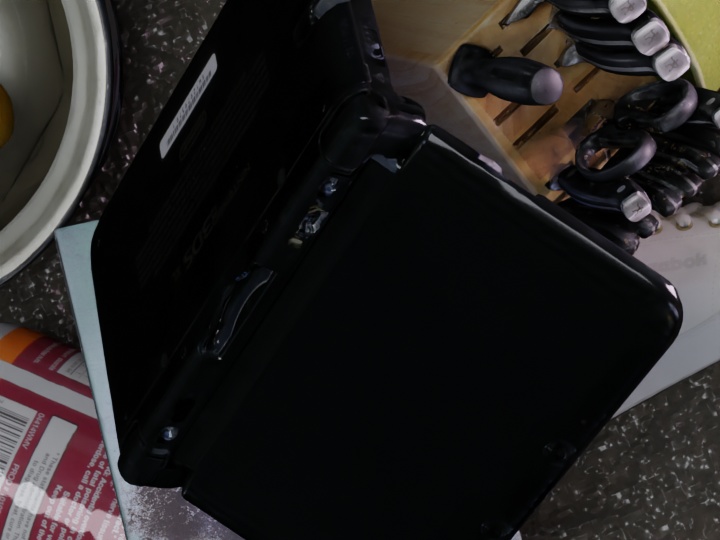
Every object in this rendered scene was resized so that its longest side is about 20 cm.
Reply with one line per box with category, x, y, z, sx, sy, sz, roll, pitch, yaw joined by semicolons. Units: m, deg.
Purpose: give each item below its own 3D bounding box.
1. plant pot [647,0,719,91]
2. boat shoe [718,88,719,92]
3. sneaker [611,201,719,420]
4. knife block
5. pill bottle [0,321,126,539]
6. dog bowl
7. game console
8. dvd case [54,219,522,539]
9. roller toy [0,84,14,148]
plant pot;0.127;-0.192;1.017;0.200;0.187;0.187;-44;85;-5
boat shoe;0.231;-0.087;1.052;0.202;0.075;0.075;5;75;11
sneaker;0.118;-0.005;1.074;0.200;0.073;0.085;-31;91;15
knife block;0.049;-0.080;1.005;0.064;0.176;0.200;-42;65;-11
pill bottle;-0.076;0.104;1.109;0.200;0.110;0.110;22;100;9
dog bowl;-0.185;-0.082;1.133;0.200;0.074;0.201;1;96;12
game console;0.000;0.000;0.981;0.116;0.176;0.200;11;135;-27
dvd case;-0.025;0.060;1.058;0.146;0.022;0.200;-12;67;-8
roller toy;-0.242;-0.046;1.020;0.182;0.200;0.140;-13;93;26
